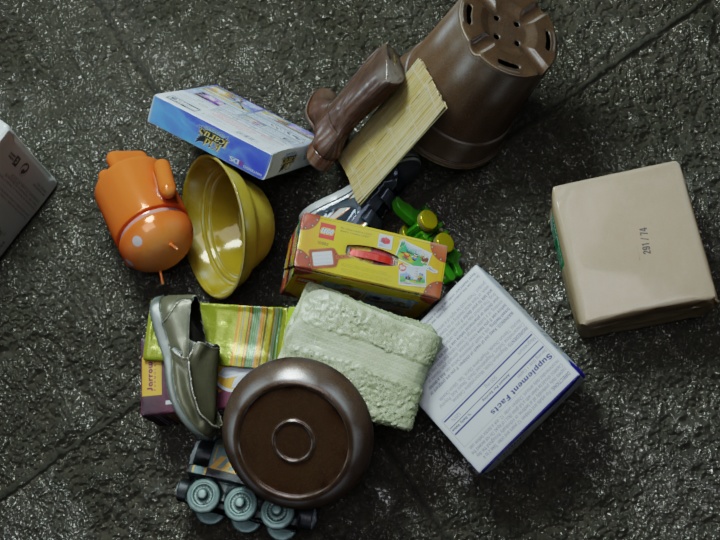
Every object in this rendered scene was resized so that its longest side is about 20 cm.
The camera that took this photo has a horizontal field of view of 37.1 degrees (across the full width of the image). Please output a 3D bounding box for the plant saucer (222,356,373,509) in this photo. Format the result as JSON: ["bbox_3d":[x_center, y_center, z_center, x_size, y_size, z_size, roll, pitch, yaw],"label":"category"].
[{"bbox_3d":[-0.082,0.211,1.352,0.196,0.032,0.204,2,102,8],"label":"plant saucer"}]

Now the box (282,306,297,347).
[{"bbox_3d":[-0.063,0.141,1.454,0.047,0.122,0.204,-1,71,29],"label":"box"}]

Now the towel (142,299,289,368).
[{"bbox_3d":[-0.196,0.086,1.453,0.196,0.018,0.088,3,71,8],"label":"towel"}]

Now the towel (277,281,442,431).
[{"bbox_3d":[-0.005,0.112,1.376,0.197,0.037,0.151,20,81,3],"label":"towel"}]

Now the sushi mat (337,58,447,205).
[{"bbox_3d":[0.041,-0.188,1.464,0.200,0.012,0.097,-47,49,32],"label":"sushi mat"}]

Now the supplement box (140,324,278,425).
[{"bbox_3d":[-0.200,0.147,1.489,0.196,0.086,0.112,-6,73,5],"label":"supplement box"}]

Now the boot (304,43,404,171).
[{"bbox_3d":[-0.004,-0.261,1.519,0.063,0.200,0.188,23,39,-23],"label":"boot"}]

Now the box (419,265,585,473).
[{"bbox_3d":[0.165,0.131,1.425,0.184,0.105,0.200,-45,73,7],"label":"box"}]

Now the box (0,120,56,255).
[{"bbox_3d":[-0.591,-0.133,1.560,0.170,0.199,0.201,32,77,15],"label":"box"}]

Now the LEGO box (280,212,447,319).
[{"bbox_3d":[0.000,0.000,1.450,0.196,0.149,0.079,13,73,-9],"label":"LEGO box"}]

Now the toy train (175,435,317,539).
[{"bbox_3d":[-0.148,0.290,1.447,0.196,0.086,0.116,10,63,10],"label":"toy train"}]

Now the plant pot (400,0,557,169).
[{"bbox_3d":[0.161,-0.279,1.482,0.197,0.198,0.204,10,62,-19],"label":"plant pot"}]

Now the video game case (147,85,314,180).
[{"bbox_3d":[-0.177,-0.202,1.548,0.198,0.181,0.046,28,112,13],"label":"video game case"}]

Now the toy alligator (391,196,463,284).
[{"bbox_3d":[0.117,-0.027,1.526,0.054,0.059,0.201,-35,89,-39],"label":"toy alligator"}]

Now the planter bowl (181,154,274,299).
[{"bbox_3d":[-0.177,-0.065,1.529,0.082,0.200,0.203,-8,68,-33],"label":"planter bowl"}]

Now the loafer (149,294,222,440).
[{"bbox_3d":[-0.218,0.121,1.403,0.069,0.075,0.203,-21,82,11],"label":"loafer"}]

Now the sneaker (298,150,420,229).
[{"bbox_3d":[0.011,-0.091,1.543,0.198,0.078,0.080,-32,66,8],"label":"sneaker"}]

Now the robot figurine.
[{"bbox_3d":[-0.312,-0.084,1.548,0.143,0.117,0.202,-32,64,4],"label":"robot figurine"}]

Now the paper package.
[{"bbox_3d":[0.366,-0.025,1.468,0.187,0.104,0.204,-11,73,3],"label":"paper package"}]
